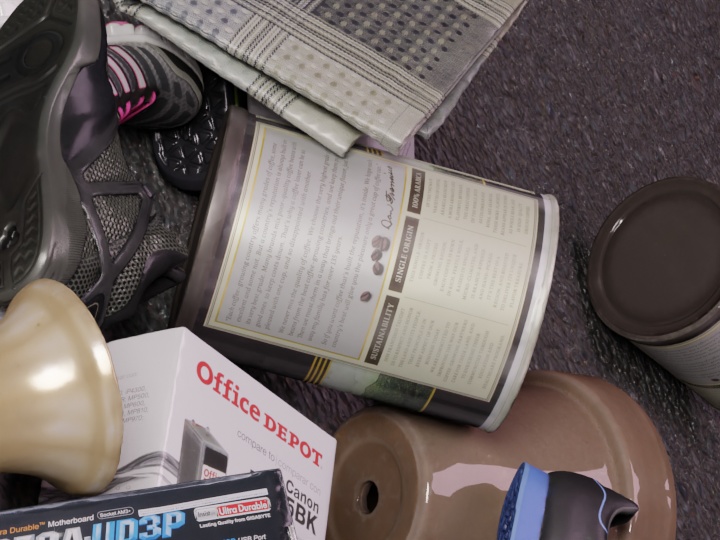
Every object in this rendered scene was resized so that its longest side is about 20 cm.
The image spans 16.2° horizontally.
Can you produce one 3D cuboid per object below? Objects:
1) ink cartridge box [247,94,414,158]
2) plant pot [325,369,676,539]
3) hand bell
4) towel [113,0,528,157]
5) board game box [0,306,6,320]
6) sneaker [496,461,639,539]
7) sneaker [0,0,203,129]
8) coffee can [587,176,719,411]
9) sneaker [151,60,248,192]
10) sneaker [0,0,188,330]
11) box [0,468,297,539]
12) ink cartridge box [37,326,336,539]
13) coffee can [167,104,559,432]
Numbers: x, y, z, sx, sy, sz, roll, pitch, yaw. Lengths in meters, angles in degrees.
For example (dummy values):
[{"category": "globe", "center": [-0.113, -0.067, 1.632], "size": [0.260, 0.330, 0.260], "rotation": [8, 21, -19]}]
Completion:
[{"category": "ink cartridge box", "center": [-0.016, -0.097, 1.625], "size": [0.146, 0.084, 0.201], "rotation": [-70, 161, -57]}, {"category": "plant pot", "center": [0.066, 0.151, 1.578], "size": [0.174, 0.200, 0.201], "rotation": [12, 54, -37]}, {"category": "hand bell", "center": [-0.216, 0.074, 1.126], "size": [0.200, 0.104, 0.104], "rotation": [-14, 78, -35]}, {"category": "towel", "center": [-0.019, -0.157, 1.497], "size": [0.200, 0.035, 0.193], "rotation": [30, 44, 10]}, {"category": "board game box", "center": [-0.217, 0.002, 1.275], "size": [0.152, 0.046, 0.200], "rotation": [59, 25, -14]}, {"category": "sneaker", "center": [0.109, 0.209, 1.446], "size": [0.070, 0.078, 0.201], "rotation": [115, -11, -68]}, {"category": "sneaker", "center": [-0.160, -0.096, 1.453], "size": [0.200, 0.074, 0.088], "rotation": [13, 55, -54]}, {"category": "coffee can", "center": [0.304, 0.028, 2.164], "size": [0.200, 0.146, 0.147], "rotation": [35, 38, -49]}, {"category": "sneaker", "center": [-0.097, -0.142, 1.591], "size": [0.083, 0.071, 0.201], "rotation": [2, 95, -76]}, {"category": "sneaker", "center": [-0.147, -0.051, 1.323], "size": [0.114, 0.076, 0.200], "rotation": [40, 38, -48]}, {"category": "box", "center": [-0.116, 0.185, 1.160], "size": [0.046, 0.199, 0.159], "rotation": [118, -40, -62]}, {"category": "ink cartridge box", "center": [-0.093, 0.151, 1.300], "size": [0.147, 0.083, 0.201], "rotation": [39, 47, -44]}, {"category": "coffee can", "center": [0.000, 0.000, 1.480], "size": [0.199, 0.147, 0.147], "rotation": [15, 40, -6]}]
